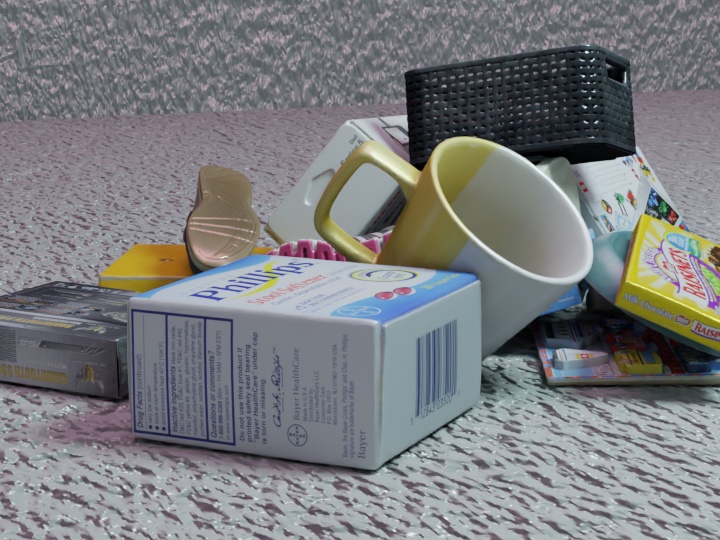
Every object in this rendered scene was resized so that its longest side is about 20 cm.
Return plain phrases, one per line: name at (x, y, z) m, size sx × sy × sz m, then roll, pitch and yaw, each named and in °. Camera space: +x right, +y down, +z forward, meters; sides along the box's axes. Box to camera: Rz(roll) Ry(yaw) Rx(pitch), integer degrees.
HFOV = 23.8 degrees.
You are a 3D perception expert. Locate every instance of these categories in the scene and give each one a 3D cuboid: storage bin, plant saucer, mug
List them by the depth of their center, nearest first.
mug at (0.069, -0.012, 1.346) m, size 0.149 × 0.153 × 0.187 m, roll -16°, pitch 61°, yaw -49°
plant saucer at (0.275, 0.016, 1.421) m, size 0.199 × 0.028 × 0.200 m, roll 20°, pitch 21°, yaw -8°
storage bin at (0.154, -0.150, 1.639) m, size 0.198 × 0.095 × 0.135 m, roll -4°, pitch -4°, yaw 26°

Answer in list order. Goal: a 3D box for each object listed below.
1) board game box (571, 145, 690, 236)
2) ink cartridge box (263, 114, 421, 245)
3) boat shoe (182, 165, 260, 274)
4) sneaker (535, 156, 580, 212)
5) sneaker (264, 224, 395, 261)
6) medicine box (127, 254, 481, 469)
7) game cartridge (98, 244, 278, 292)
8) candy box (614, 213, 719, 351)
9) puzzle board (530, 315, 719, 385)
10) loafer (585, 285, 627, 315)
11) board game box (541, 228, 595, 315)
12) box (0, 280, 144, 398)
board game box at (0.271, -0.058, 1.764) m, size 0.035 × 0.127 × 0.200 m, roll -35°, pitch -9°, yaw 31°
ink cartridge box at (0.005, -0.078, 1.741) m, size 0.084 × 0.146 × 0.200 m, roll 42°, pitch 17°, yaw 10°
boat shoe at (-0.139, -0.035, 1.669) m, size 0.071 × 0.065 × 0.200 m, roll 8°, pitch 29°, yaw -10°
sneaker at (0.141, -0.056, 1.578) m, size 0.084 × 0.076 × 0.200 m, roll -11°, pitch 6°, yaw 28°
sneaker at (0.000, 0.000, 1.588) m, size 0.198 × 0.074 × 0.087 m, roll -12°, pitch -3°, yaw 17°
medicine box at (-0.037, 0.059, 1.221) m, size 0.198 × 0.104 × 0.182 m, roll 5°, pitch 12°, yaw 25°
game cartridge at (-0.148, 0.005, 1.713) m, size 0.198 × 0.033 × 0.176 m, roll 3°, pitch 11°, yaw 4°
candy box at (0.258, 0.009, 1.348) m, size 0.101 × 0.027 × 0.200 m, roll 22°, pitch 20°, yaw 5°
puzzle board at (0.222, 0.063, 1.415) m, size 0.149 × 0.018 × 0.200 m, roll 0°, pitch 10°, yaw 2°
loafer at (0.249, 0.000, 1.573) m, size 0.069 × 0.070 × 0.200 m, roll -2°, pitch 7°, yaw 19°
board game box at (0.130, 0.015, 1.508) m, size 0.150 × 0.037 × 0.200 m, roll -17°, pitch 5°, yaw 15°
box at (-0.226, 0.054, 1.402) m, size 0.199 × 0.049 × 0.158 m, roll 5°, pitch 13°, yaw 30°
